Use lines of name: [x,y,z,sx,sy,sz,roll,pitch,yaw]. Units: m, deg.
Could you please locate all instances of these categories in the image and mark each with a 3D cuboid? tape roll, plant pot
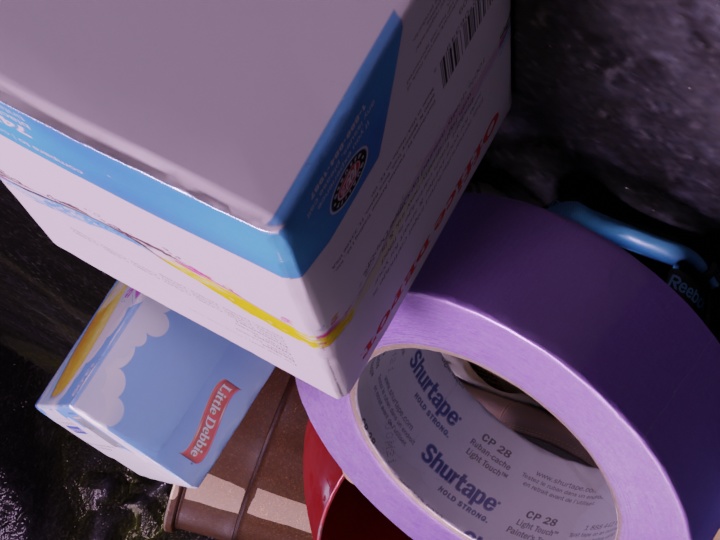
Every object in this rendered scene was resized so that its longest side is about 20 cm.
tape roll: [0.069,0.063,0.751,0.200,0.066,0.200,28,145,21]
plant pot: [-0.012,0.128,1.224,0.198,0.201,0.200,21,167,2]

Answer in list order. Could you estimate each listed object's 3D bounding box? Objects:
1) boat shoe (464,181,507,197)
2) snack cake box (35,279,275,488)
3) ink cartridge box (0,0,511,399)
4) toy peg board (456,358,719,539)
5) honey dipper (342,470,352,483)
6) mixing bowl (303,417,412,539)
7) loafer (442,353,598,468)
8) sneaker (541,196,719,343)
boat shoe: [0.000,-0.001,0.856,0.071,0.070,0.201,20,156,-22]
snack cake box: [-0.058,-0.005,0.764,0.067,0.200,0.115,35,166,-11]
ink cartridge box: [-0.041,-0.070,0.606,0.146,0.147,0.200,26,166,13]
toy peg board: [0.180,0.097,0.918,0.200,0.098,0.199,18,146,44]
honey dipper: [0.058,0.126,0.973,0.038,0.038,0.200,19,179,41]
mixing bowl: [0.040,0.110,1.069,0.200,0.200,0.108,43,-175,-44]
loafer: [0.069,0.096,0.889,0.200,0.063,0.072,28,152,31]
sneaker: [0.150,0.035,0.746,0.200,0.073,0.082,26,162,7]
